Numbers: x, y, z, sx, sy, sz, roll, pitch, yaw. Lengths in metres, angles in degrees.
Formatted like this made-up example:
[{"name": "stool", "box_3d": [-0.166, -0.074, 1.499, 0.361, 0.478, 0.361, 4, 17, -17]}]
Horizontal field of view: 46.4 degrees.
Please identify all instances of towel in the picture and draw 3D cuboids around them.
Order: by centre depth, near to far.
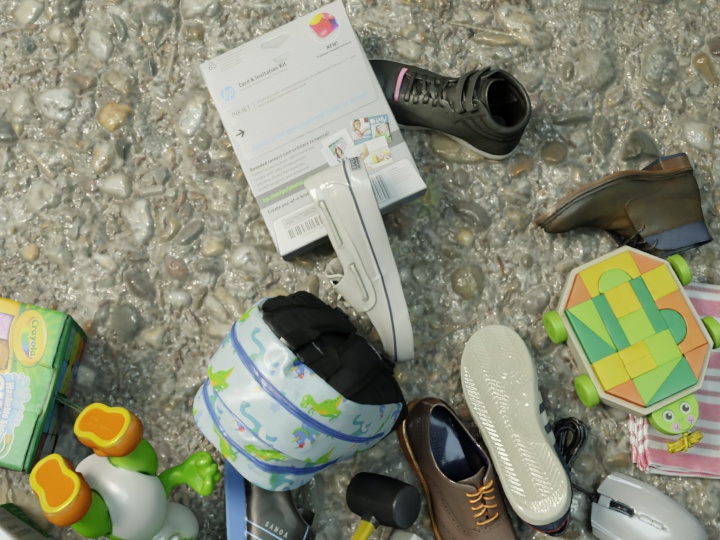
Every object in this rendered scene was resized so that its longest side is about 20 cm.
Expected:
[{"name": "towel", "box_3d": [0.346, 0.108, 0.866, 0.143, 0.030, 0.204, 6, 76, -13]}]

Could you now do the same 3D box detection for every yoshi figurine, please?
[{"name": "yoshi figurine", "box_3d": [-0.155, 0.199, 0.640, 0.110, 0.202, 0.113, -18, 42, 6]}]

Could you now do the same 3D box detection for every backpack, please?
[{"name": "backpack", "box_3d": [-0.048, 0.094, 0.684, 0.153, 0.200, 0.163, -42, 83, -7]}]

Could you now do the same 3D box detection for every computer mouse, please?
[{"name": "computer mouse", "box_3d": [0.261, 0.233, 0.809, 0.197, 0.044, 0.111, 28, 72, -6]}]

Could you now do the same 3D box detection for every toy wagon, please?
[{"name": "toy wagon", "box_3d": [0.280, 0.079, 0.827, 0.153, 0.040, 0.203, -23, 74, -4]}]

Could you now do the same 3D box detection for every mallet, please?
[{"name": "mallet", "box_3d": [-0.013, 0.256, 0.698, 0.041, 0.065, 0.201, 58, 46, -30]}]

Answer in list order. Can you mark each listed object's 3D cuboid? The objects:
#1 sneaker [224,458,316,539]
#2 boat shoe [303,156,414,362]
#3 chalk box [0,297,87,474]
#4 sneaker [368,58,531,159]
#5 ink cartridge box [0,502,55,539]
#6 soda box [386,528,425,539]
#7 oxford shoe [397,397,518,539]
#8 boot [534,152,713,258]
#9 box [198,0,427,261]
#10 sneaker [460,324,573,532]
[{"name": "sneaker", "box_3d": [-0.073, 0.250, 0.713, 0.076, 0.070, 0.204, -4, 78, -9]}, {"name": "boat shoe", "box_3d": [0.000, 0.000, 0.760, 0.064, 0.072, 0.203, -17, 120, 1]}, {"name": "chalk box", "box_3d": [-0.293, 0.089, 0.671, 0.196, 0.125, 0.126, 15, 74, -11]}, {"name": "sneaker", "box_3d": [0.082, -0.178, 0.833, 0.197, 0.099, 0.072, 20, 75, -6]}, {"name": "ink cartridge box", "box_3d": [-0.227, 0.273, 0.633, 0.199, 0.146, 0.084, 41, 71, -2]}, {"name": "soda box", "box_3d": [0.011, 0.327, 0.716, 0.063, 0.068, 0.202, 34, 73, -5]}, {"name": "oxford shoe", "box_3d": [0.097, 0.210, 0.760, 0.071, 0.073, 0.202, -29, 85, -18]}, {"name": "boot", "box_3d": [0.278, -0.050, 0.863, 0.197, 0.075, 0.099, -19, 79, -18]}, {"name": "box", "box_3d": [-0.046, -0.134, 0.805, 0.154, 0.041, 0.203, -25, 84, -2]}, {"name": "sneaker", "box_3d": [0.145, 0.149, 0.788, 0.074, 0.085, 0.203, -17, 52, 10]}]
